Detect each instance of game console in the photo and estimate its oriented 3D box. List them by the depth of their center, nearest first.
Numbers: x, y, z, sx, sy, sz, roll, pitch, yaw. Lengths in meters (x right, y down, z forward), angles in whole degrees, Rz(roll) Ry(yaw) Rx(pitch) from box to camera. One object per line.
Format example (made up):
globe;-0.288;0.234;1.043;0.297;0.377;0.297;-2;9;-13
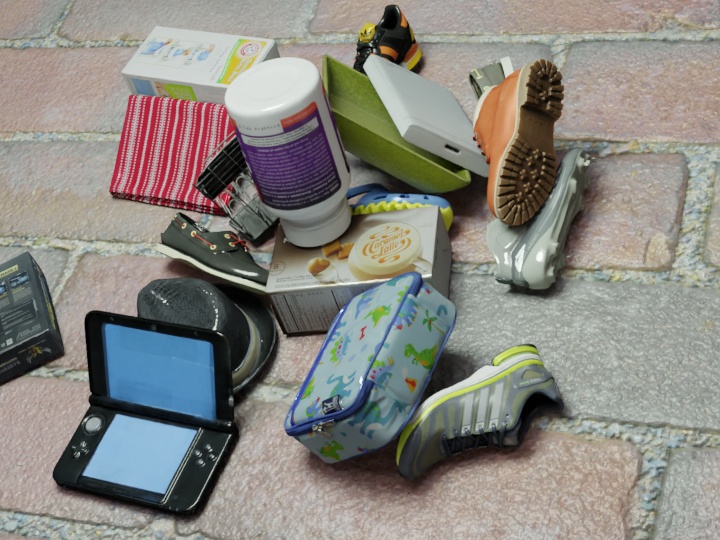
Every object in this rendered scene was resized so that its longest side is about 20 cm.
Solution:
game console;-0.248;0.157;1.561;0.199;0.117;0.176;8;53;26

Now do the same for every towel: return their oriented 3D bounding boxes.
towel;-0.242;-0.157;1.855;0.199;0.022;0.145;10;85;28

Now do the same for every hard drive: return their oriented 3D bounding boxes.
hard drive;0.085;-0.193;1.727;0.027;0.131;0.200;-58;28;21

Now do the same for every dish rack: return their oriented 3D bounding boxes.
dish rack;-0.122;-0.122;1.695;0.153;0.200;0.055;-45;60;0

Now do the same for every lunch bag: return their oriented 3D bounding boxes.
lunch bag;0.007;0.105;1.501;0.161;0.082;0.201;-25;31;53

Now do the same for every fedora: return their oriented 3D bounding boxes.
fedora;-0.201;0.065;1.639;0.199;0.092;0.201;-10;47;11

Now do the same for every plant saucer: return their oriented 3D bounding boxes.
plant saucer;0.031;-0.169;1.704;0.048;0.199;0.200;-58;15;22

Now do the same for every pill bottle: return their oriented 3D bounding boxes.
pill bottle;-0.074;-0.129;1.583;0.111;0.201;0.112;-11;38;9

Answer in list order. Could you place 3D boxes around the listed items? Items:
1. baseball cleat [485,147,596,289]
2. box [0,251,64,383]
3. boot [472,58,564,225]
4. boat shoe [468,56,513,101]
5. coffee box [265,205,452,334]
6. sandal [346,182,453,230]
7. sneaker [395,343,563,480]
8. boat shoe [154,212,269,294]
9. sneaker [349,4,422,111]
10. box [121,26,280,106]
baseball cleat;0.204;-0.068;1.627;0.106;0.070;0.201;6;52;24
box;-0.484;0.080;1.761;0.199;0.051;0.158;-26;46;-3
boot;0.171;-0.140;1.626;0.107;0.075;0.201;-12;58;51
boat shoe;0.174;-0.191;1.746;0.060;0.072;0.202;-12;43;8
coffee box;0.000;0.000;1.632;0.199;0.080;0.115;-5;46;16
sandal;0.017;-0.075;1.699;0.199;0.080;0.087;1;47;19
sneaker;0.124;0.157;1.457;0.200;0.074;0.081;-35;51;-9
boat shoe;-0.171;-0.020;1.710;0.201;0.074;0.063;23;86;40
sneaker;0.010;-0.274;1.837;0.070;0.090;0.200;1;37;34
box;-0.206;-0.252;1.910;0.199;0.113;0.102;11;53;28
